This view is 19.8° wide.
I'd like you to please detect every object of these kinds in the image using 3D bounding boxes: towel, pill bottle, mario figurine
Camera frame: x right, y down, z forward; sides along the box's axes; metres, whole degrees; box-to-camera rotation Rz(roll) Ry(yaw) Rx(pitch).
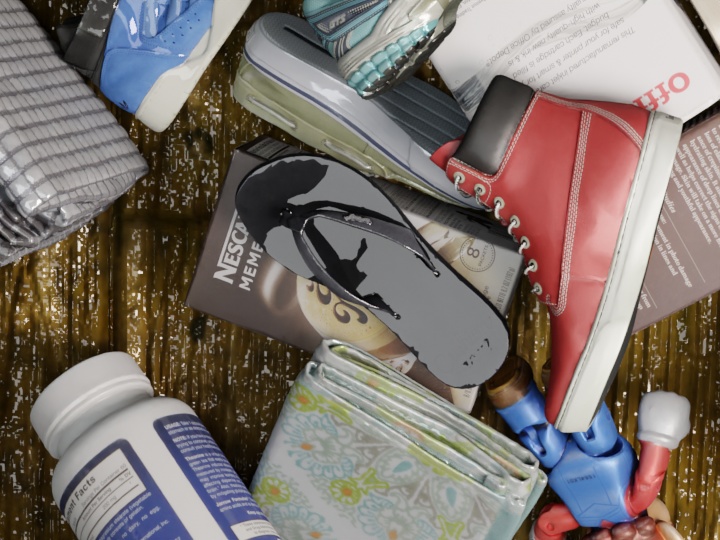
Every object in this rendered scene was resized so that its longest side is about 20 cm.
[{"bbox_3d":[-0.232,-0.091,1.313,0.085,0.200,0.166,-37,91,15],"label":"towel"},{"bbox_3d":[-0.134,0.155,1.363,0.111,0.111,0.200,-43,67,14],"label":"pill bottle"},{"bbox_3d":[0.158,0.135,1.347,0.106,0.123,0.201,-34,107,-24],"label":"mario figurine"},{"bbox_3d":[0.017,0.149,1.352,0.171,0.048,0.200,30,135,6],"label":"towel"}]

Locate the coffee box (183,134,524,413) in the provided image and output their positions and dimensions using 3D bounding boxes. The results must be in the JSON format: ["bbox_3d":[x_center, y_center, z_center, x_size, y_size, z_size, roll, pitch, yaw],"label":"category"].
[{"bbox_3d":[0.000,0.000,1.349,0.199,0.080,0.113,20,104,6],"label":"coffee box"}]

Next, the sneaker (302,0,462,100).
[{"bbox_3d":[0.043,-0.198,1.223,0.086,0.078,0.200,46,105,5],"label":"sneaker"}]

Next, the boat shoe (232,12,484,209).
[{"bbox_3d":[0.008,-0.095,1.346,0.200,0.072,0.062,34,128,6],"label":"boat shoe"}]

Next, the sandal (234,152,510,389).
[{"bbox_3d":[0.010,-0.004,1.282,0.200,0.043,0.076,36,102,2],"label":"sandal"}]

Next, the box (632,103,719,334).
[{"bbox_3d":[0.223,-0.046,1.306,0.199,0.075,0.100,-28,94,15],"label":"box"}]

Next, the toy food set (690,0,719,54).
[{"bbox_3d":[0.235,-0.246,1.282,0.143,0.060,0.200,-32,95,2],"label":"toy food set"}]

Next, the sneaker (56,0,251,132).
[{"bbox_3d":[-0.121,-0.198,1.336,0.111,0.077,0.200,34,111,-7],"label":"sneaker"}]

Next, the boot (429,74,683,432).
[{"bbox_3d":[0.102,-0.011,1.249,0.144,0.072,0.201,13,94,8],"label":"boot"}]

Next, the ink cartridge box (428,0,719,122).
[{"bbox_3d":[0.118,-0.160,1.297,0.144,0.084,0.200,-32,93,15],"label":"ink cartridge box"}]
